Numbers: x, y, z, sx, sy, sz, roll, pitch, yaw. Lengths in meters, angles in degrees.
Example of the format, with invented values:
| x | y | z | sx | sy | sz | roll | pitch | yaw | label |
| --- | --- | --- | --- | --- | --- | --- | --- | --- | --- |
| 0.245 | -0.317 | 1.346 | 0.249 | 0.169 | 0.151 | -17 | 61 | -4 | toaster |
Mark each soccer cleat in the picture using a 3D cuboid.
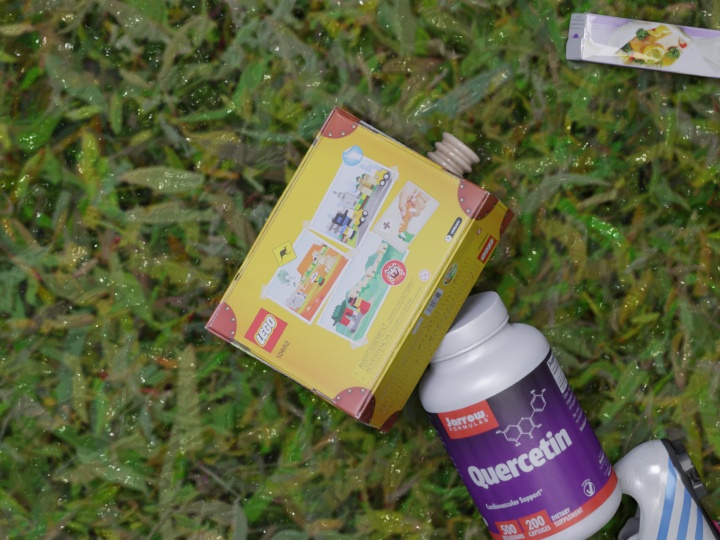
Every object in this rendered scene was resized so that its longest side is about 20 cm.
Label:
| x | y | z | sx | sy | sz | roll | pitch | yaw | label |
| --- | --- | --- | --- | --- | --- | --- | --- | --- | --- |
| 0.267 | 0.234 | 1.788 | 0.086 | 0.070 | 0.200 | -27 | 101 | 7 | soccer cleat |

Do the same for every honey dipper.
| x | y | z | sx | sy | sz | roll | pitch | yaw | label |
| --- | --- | --- | --- | --- | --- | --- | --- | --- | --- |
| 0.020 | -0.021 | 1.704 | 0.038 | 0.038 | 0.200 | 38 | 88 | -15 | honey dipper |

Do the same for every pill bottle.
| x | y | z | sx | sy | sz | roll | pitch | yaw | label |
| --- | --- | --- | --- | --- | --- | --- | --- | --- | --- |
| 0.120 | 0.122 | 1.706 | 0.112 | 0.112 | 0.200 | -31 | 103 | -8 | pill bottle |

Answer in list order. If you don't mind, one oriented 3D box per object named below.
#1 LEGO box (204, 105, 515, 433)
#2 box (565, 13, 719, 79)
| x | y | z | sx | sy | sz | roll | pitch | yaw | label |
| --- | --- | --- | --- | --- | --- | --- | --- | --- | --- |
| 0.000 | 0.000 | 1.643 | 0.149 | 0.077 | 0.200 | 30 | 89 | 23 | LEGO box |
| 0.267 | -0.178 | 1.742 | 0.200 | 0.041 | 0.039 | 6 | 96 | -15 | box |
